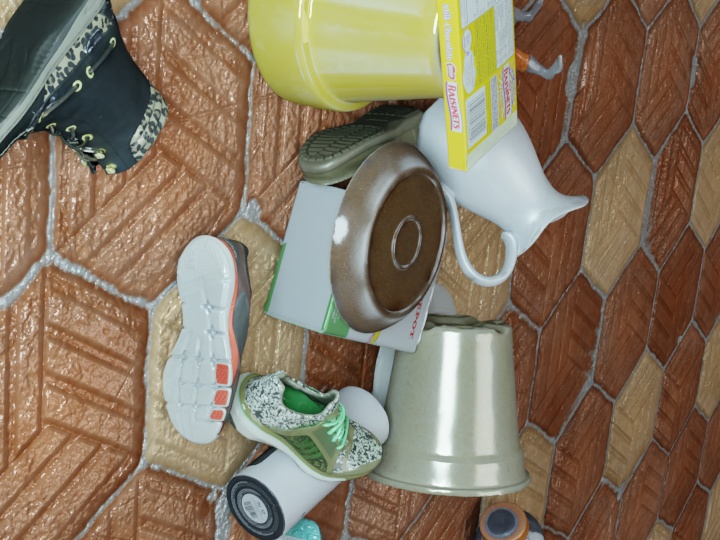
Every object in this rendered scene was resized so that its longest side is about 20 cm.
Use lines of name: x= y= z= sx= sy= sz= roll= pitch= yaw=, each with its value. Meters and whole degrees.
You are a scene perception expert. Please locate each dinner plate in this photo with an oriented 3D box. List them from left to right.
dinner plate: x=0.078 y=0.115 z=1.594 sx=0.200 sy=0.024 sz=0.202 roll=-31 pitch=129 yaw=-48

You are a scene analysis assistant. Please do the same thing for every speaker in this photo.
speaker: x=-0.053 y=0.206 z=1.370 sx=0.200 sy=0.081 sz=0.082 roll=-35 pitch=132 yaw=-46

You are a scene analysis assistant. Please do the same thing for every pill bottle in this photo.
pill bottle: x=0.232 y=0.430 z=1.900 sx=0.107 sy=0.106 sz=0.201 roll=-55 pitch=144 yaw=-28

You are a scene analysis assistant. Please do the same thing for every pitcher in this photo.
pitcher: x=0.133 y=-0.098 z=1.415 sx=0.172 sy=0.200 sz=0.121 roll=-44 pitch=-177 yaw=-23

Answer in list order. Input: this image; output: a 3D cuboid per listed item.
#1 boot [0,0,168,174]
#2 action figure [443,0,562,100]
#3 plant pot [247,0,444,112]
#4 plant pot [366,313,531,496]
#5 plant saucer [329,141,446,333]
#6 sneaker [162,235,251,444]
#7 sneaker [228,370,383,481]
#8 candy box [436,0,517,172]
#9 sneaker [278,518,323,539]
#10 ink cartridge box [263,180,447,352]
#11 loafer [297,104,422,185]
boot: x=-0.230 y=-0.108 z=0.955 sx=0.204 sy=0.073 sz=0.154 roll=-59 pitch=149 yaw=-21
action figure: x=0.117 y=-0.220 z=1.367 sx=0.105 sy=0.192 sz=0.202 roll=90 pitch=-7 yaw=-64
plant pot: x=0.026 y=-0.244 z=1.192 sx=0.200 sy=0.188 sz=0.202 roll=-31 pitch=128 yaw=-50
plant pot: x=0.106 y=0.149 z=1.480 sx=0.200 sy=0.199 sz=0.185 roll=-4 pitch=98 yaw=-57
plant saucer: x=0.037 y=-0.031 z=1.295 sx=0.200 sy=0.032 sz=0.202 roll=-26 pitch=122 yaw=-51
sneaker: x=-0.130 y=0.065 z=1.193 sx=0.082 sy=0.077 sz=0.202 roll=-15 pitch=116 yaw=-62
sneaker: x=-0.041 y=0.156 z=1.284 sx=0.199 sy=0.088 sz=0.077 roll=28 pitch=51 yaw=-33
candy box: x=0.106 y=-0.200 z=1.132 sx=0.102 sy=0.026 sz=0.201 roll=-45 pitch=138 yaw=-43
sneaker: x=-0.086 y=0.372 z=1.417 sx=0.091 sy=0.077 sz=0.202 roll=14 pitch=95 yaw=-74
ink cartridge box: x=0.000 y=0.000 z=1.357 sx=0.200 sy=0.083 sz=0.146 roll=17 pitch=88 yaw=-58
loafer: x=0.007 y=-0.121 z=1.324 sx=0.200 sy=0.076 sz=0.068 roll=-31 pitch=122 yaw=-49
